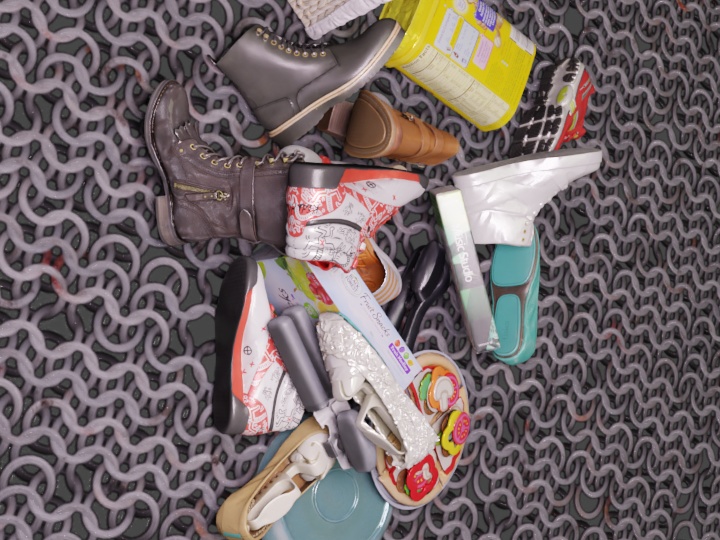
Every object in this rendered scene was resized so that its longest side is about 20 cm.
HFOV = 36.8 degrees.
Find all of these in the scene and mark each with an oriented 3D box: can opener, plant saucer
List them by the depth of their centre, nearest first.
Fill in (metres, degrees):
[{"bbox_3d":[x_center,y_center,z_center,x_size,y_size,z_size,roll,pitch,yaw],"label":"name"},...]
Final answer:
[{"bbox_3d":[-0.036,0.132,1.208,0.053,0.066,0.200,-37,103,-48],"label":"can opener"},{"bbox_3d":[-0.034,0.268,1.295,0.200,0.027,0.200,3,84,-33],"label":"plant saucer"},{"bbox_3d":[0.055,0.056,1.354,0.079,0.063,0.200,36,76,-55],"label":"can opener"}]

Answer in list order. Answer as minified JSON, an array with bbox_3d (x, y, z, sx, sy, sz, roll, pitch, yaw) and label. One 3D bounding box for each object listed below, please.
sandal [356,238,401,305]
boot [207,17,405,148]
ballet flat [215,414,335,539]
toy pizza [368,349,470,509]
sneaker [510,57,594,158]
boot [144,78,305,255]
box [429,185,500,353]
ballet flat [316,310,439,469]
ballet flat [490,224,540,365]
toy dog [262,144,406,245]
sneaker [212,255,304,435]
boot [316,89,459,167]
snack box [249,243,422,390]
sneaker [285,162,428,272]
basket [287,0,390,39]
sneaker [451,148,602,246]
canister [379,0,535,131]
[{"bbox_3d":[-0.008,0.002,1.256,0.207,0.079,0.059,56,21,-55],"label":"sandal"},{"bbox_3d":[-0.062,-0.252,1.237,0.200,0.077,0.138,-40,108,8],"label":"boot"},{"bbox_3d":[-0.074,0.234,1.216,0.200,0.063,0.069,-44,117,-28],"label":"ballet flat"},{"bbox_3d":[0.082,0.199,1.341,0.200,0.032,0.201,-9,103,-48],"label":"toy pizza"},{"bbox_3d":[0.280,-0.202,1.513,0.085,0.077,0.200,41,68,-36],"label":"sneaker"},{"bbox_3d":[-0.137,-0.112,1.161,0.069,0.174,0.200,-20,106,-65],"label":"boot"},{"bbox_3d":[0.130,-0.006,1.359,0.036,0.144,0.200,-16,97,2],"label":"box"},{"bbox_3d":[0.011,0.135,1.167,0.072,0.072,0.200,-45,103,-28],"label":"ballet flat"},{"bbox_3d":[0.211,0.033,1.457,0.070,0.067,0.200,37,56,-57],"label":"ballet flat"},{"bbox_3d":[-0.026,-0.080,1.257,0.200,0.132,0.096,4,78,-34],"label":"toy dog"},{"bbox_3d":[-0.106,0.087,1.237,0.108,0.067,0.202,6,87,-34],"label":"sneaker"},{"bbox_3d":[0.049,-0.153,1.279,0.155,0.200,0.077,15,91,-24],"label":"boot"},{"bbox_3d":[-0.035,0.053,1.239,0.053,0.142,0.200,-43,109,-29],"label":"snack box"},{"bbox_3d":[-0.005,-0.056,1.140,0.201,0.067,0.108,-4,103,-52],"label":"sneaker"},{"bbox_3d":[0.002,-0.408,1.264,0.161,0.200,0.198,50,62,-18],"label":"basket"},{"bbox_3d":[0.227,-0.092,1.423,0.200,0.074,0.116,-13,101,-3],"label":"sneaker"},{"bbox_3d":[0.125,-0.289,1.405,0.200,0.087,0.149,31,71,-30],"label":"canister"}]
